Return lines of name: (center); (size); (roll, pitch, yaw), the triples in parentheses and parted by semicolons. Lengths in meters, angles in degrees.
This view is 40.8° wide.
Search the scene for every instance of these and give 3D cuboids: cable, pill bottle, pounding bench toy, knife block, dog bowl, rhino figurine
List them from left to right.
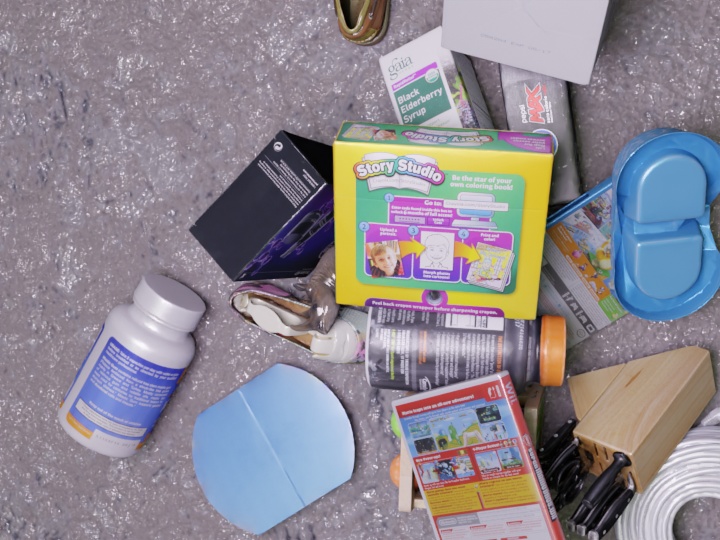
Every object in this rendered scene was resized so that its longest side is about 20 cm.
pill bottle: (-0.264, 0.109, 1.141); (0.112, 0.112, 0.200); (34, 102, 10)
rhino figurine: (0.000, 0.000, 1.070); (0.200, 0.060, 0.088); (-40, 71, -2)
pounding bench toy: (0.105, 0.191, 1.005); (0.155, 0.200, 0.125); (3, 96, 13)
pill bottle: (0.109, 0.076, 0.993); (0.199, 0.106, 0.107); (4, 96, 9)
knife block: (0.273, 0.175, 0.966); (0.199, 0.176, 0.064); (-16, 127, 10)
dog bowl: (0.300, -0.049, 0.958); (0.111, 0.050, 0.201); (-6, 117, 1)
cable: (0.367, 0.265, 1.009); (0.200, 0.069, 0.200); (-33, 86, 15)

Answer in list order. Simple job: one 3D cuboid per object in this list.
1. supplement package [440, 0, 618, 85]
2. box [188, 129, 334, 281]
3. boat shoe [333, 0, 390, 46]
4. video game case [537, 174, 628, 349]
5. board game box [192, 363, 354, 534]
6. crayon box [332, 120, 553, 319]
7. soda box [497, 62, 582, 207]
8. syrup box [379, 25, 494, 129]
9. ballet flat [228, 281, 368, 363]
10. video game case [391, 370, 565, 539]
supplement package: (0.182, -0.314, 0.922); (0.151, 0.151, 0.201); (18, 57, 13)
box: (-0.071, -0.063, 1.027); (0.141, 0.200, 0.079); (-42, 79, 15)
boat shoe: (0.003, -0.350, 1.055); (0.072, 0.068, 0.201); (-3, 92, 17)
video game case: (0.235, -0.001, 1.018); (0.200, 0.018, 0.143); (-34, 113, 15)
board game box: (-0.101, 0.207, 1.146); (0.200, 0.039, 0.158); (-34, 81, 10)
crayon box: (0.076, -0.047, 0.925); (0.199, 0.058, 0.173); (5, 118, 8)
soda box: (0.189, -0.167, 1.024); (0.070, 0.063, 0.201); (-7, 93, 15)
syrup box: (0.093, -0.143, 1.011); (0.078, 0.081, 0.201); (-24, 71, 22)
ballet flat: (-0.062, 0.065, 1.105); (0.199, 0.071, 0.069); (19, 105, 12)
video game case: (0.113, 0.204, 0.909); (0.143, 0.017, 0.201); (-22, 86, 44)
